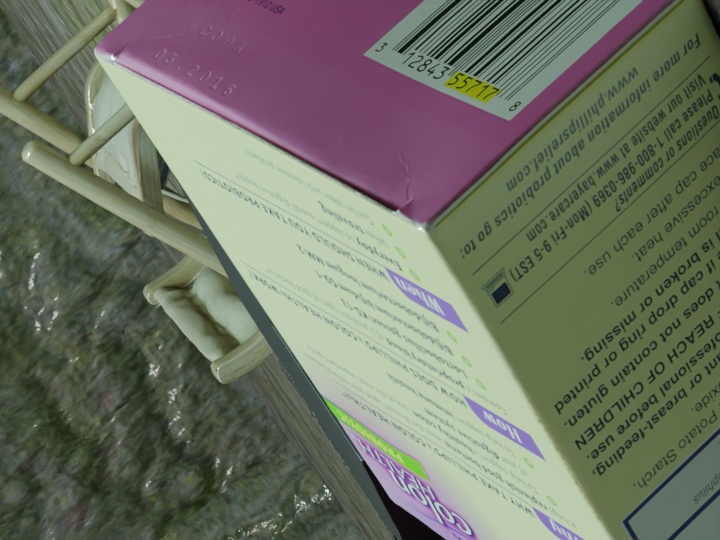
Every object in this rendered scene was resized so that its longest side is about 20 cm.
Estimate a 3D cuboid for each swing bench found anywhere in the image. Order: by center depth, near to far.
[{"bbox_3d":[-0.116,-0.061,1.773,0.200,0.130,0.199,50,176,-23],"label":"swing bench"}]

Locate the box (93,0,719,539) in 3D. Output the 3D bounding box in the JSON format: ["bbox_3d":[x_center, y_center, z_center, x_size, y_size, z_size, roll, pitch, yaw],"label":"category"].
[{"bbox_3d":[0.046,0.002,0.820,0.176,0.097,0.200,29,156,53],"label":"box"}]

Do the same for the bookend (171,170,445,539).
[{"bbox_3d":[0.000,0.000,1.224,0.199,0.092,0.200,55,174,38],"label":"bookend"}]
